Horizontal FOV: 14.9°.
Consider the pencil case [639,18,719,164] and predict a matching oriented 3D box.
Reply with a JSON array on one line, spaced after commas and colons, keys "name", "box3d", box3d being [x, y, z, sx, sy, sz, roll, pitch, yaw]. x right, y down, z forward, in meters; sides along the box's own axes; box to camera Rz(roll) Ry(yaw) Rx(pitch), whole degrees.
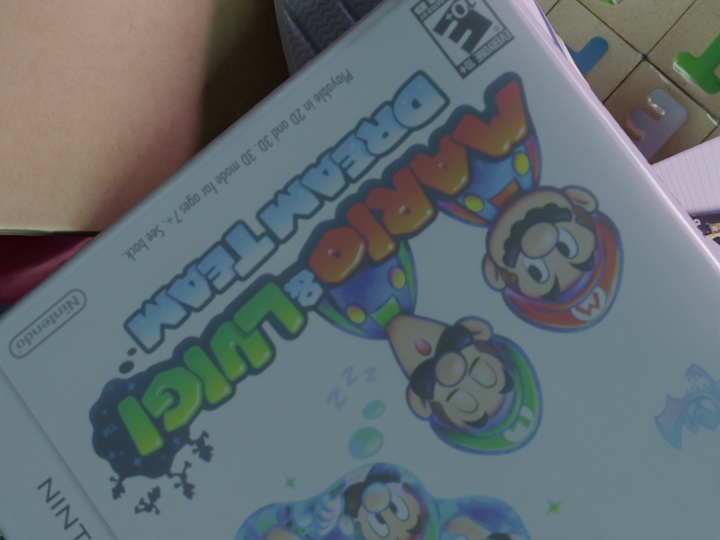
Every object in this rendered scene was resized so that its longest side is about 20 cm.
[{"name": "pencil case", "box3d": [0.115, -0.006, 0.965, 0.087, 0.087, 0.201, -9, 120, -27]}]

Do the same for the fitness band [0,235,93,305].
[{"name": "fitness band", "box3d": [-0.130, -0.067, 0.813, 0.144, 0.037, 0.200, -49, 130, -4]}]

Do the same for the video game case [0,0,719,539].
[{"name": "video game case", "box3d": [0.005, 0.043, 0.729, 0.200, 0.182, 0.024, -38, 164, 7]}]

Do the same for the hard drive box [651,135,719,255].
[{"name": "hard drive box", "box3d": [0.073, 0.066, 0.815, 0.199, 0.156, 0.077, -24, 153, -17]}]

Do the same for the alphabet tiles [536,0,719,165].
[{"name": "alphabet tiles", "box3d": [0.099, -0.103, 0.877, 0.166, 0.006, 0.200, 39, 110, -9]}]

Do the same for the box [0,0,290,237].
[{"name": "box", "box3d": [-0.076, -0.110, 0.775, 0.162, 0.021, 0.202, 1, 87, -32]}]

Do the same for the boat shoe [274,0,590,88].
[{"name": "boat shoe", "box3d": [0.039, -0.028, 0.777, 0.072, 0.201, 0.062, -33, 165, 13]}]
